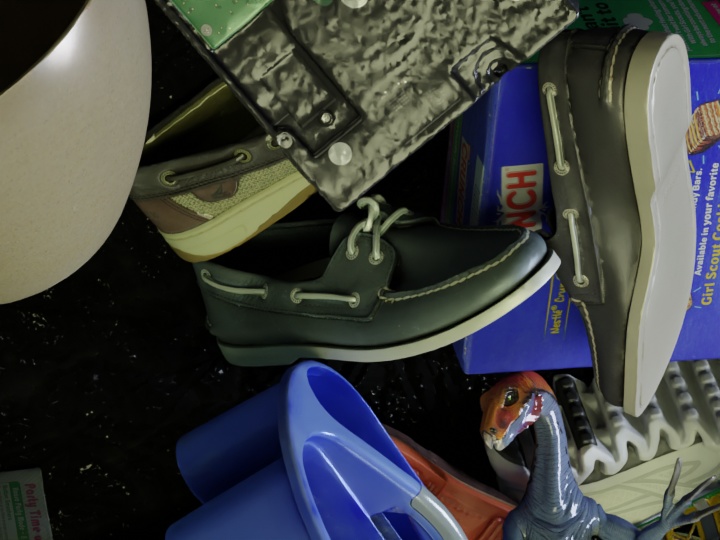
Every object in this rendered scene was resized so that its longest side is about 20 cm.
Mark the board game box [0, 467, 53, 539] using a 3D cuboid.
[{"bbox_3d":[-0.241,0.170,1.268,0.200,0.148,0.064,-6,123,-9],"label":"board game box"}]

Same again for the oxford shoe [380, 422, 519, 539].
[{"bbox_3d":[0.045,0.128,1.361,0.071,0.073,0.200,-45,122,6],"label":"oxford shoe"}]

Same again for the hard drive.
[{"bbox_3d":[-0.021,-0.144,1.138,0.140,0.038,0.200,-40,99,12],"label":"hard drive"}]

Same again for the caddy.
[{"bbox_3d":[-0.002,0.135,1.209,0.105,0.141,0.200,-25,121,16],"label":"caddy"}]

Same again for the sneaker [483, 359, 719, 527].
[{"bbox_3d":[0.164,0.089,1.371,0.200,0.075,0.081,-8,132,1],"label":"sneaker"}]

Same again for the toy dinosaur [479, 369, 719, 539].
[{"bbox_3d":[0.082,0.145,1.298,0.105,0.182,0.200,-8,168,-33],"label":"toy dinosaur"}]

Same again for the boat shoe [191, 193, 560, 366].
[{"bbox_3d":[0.000,0.000,1.220,0.200,0.073,0.062,-9,115,42],"label":"boat shoe"}]

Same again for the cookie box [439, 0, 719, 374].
[{"bbox_3d":[0.143,-0.045,1.268,0.200,0.075,0.171,-3,123,-13],"label":"cookie box"}]

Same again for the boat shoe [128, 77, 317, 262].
[{"bbox_3d":[-0.024,-0.082,1.204,0.201,0.072,0.066,-36,129,16],"label":"boat shoe"}]

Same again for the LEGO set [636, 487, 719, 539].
[{"bbox_3d":[0.224,0.185,1.375,0.154,0.116,0.200,-24,149,17],"label":"LEGO set"}]

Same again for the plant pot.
[{"bbox_3d":[-0.167,-0.063,1.108,0.200,0.200,0.135,-25,131,3],"label":"plant pot"}]

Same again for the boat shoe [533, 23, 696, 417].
[{"bbox_3d":[0.112,-0.024,1.204,0.063,0.073,0.200,13,129,22],"label":"boat shoe"}]
